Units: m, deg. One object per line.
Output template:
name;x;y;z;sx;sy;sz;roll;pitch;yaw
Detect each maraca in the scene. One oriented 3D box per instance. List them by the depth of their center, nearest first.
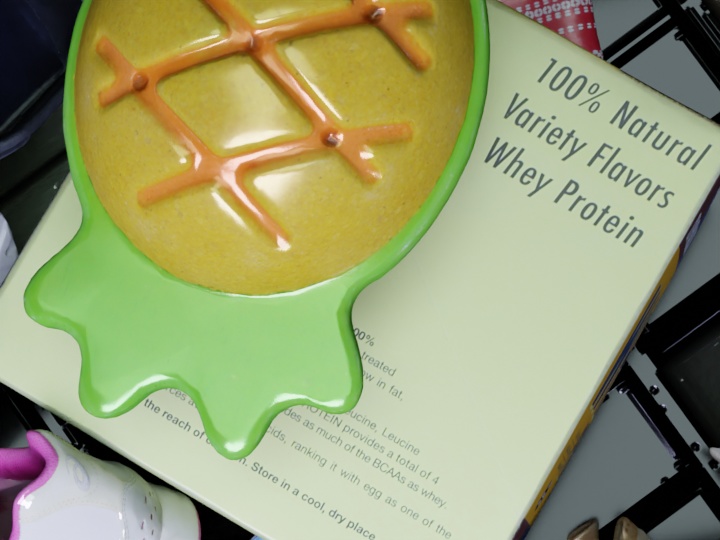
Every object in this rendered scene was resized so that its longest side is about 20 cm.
maraca;-0.034;-0.042;0.916;0.137;0.107;0.201;16;85;12

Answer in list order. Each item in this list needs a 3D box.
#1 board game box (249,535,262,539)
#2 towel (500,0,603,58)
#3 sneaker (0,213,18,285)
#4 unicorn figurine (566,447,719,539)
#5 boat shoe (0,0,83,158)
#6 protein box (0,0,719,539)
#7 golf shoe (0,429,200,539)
board game box;-0.066;0.210;1.102;0.200;0.034;0.135;-39;84;1
towel;0.020;-0.097;1.120;0.144;0.022;0.201;-12;85;3
sneaker;-0.194;0.035;1.069;0.099;0.078;0.200;45;125;29
unicorn figurine;0.168;0.120;1.076;0.200;0.074;0.138;-37;94;16
boat shoe;-0.116;-0.105;1.076;0.075;0.062;0.200;52;55;-22
protein box;0.000;0.000;1.032;0.198;0.135;0.200;30;86;6
golf shoe;-0.156;0.102;0.999;0.199;0.092;0.076;-20;50;22
